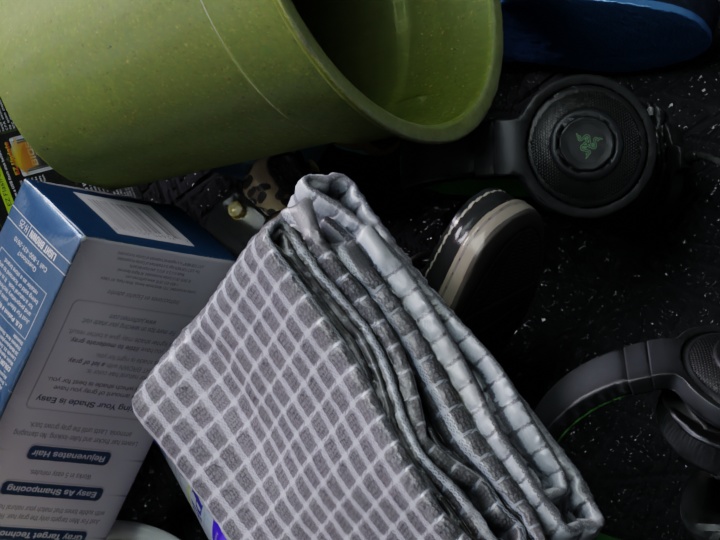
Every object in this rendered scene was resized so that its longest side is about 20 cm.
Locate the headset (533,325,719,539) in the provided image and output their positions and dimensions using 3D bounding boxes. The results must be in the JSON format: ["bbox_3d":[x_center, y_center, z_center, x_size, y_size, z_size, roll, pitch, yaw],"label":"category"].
[{"bbox_3d":[0.169,0.088,1.051,0.199,0.124,0.094,-12,34,9],"label":"headset"}]

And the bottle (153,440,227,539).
[{"bbox_3d":[-0.042,0.126,1.186,0.065,0.084,0.200,-28,59,-6],"label":"bottle"}]

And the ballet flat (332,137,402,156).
[{"bbox_3d":[0.046,-0.139,1.205,0.200,0.068,0.072,-55,31,11],"label":"ballet flat"}]

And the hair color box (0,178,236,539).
[{"bbox_3d":[-0.149,0.062,1.172,0.060,0.100,0.201,40,111,41],"label":"hair color box"}]

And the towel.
[{"bbox_3d":[-0.004,0.078,1.074,0.085,0.166,0.200,-28,75,-33],"label":"towel"}]

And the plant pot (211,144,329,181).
[{"bbox_3d":[-0.055,-0.154,1.298,0.141,0.141,0.201,180,108,-71],"label":"plant pot"}]

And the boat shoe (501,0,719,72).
[{"bbox_3d":[0.096,-0.151,1.266,0.199,0.084,0.069,9,65,33],"label":"boat shoe"}]

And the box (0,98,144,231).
[{"bbox_3d":[-0.200,-0.024,1.246,0.047,0.193,0.201,-28,83,54],"label":"box"}]

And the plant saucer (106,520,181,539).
[{"bbox_3d":[-0.133,0.225,1.209,0.199,0.050,0.201,-16,56,25],"label":"plant saucer"}]

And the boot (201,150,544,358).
[{"bbox_3d":[0.000,0.000,1.156,0.073,0.200,0.151,-30,66,-33],"label":"boot"}]

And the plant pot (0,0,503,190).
[{"bbox_3d":[-0.067,-0.124,1.130,0.189,0.200,0.201,-20,54,32],"label":"plant pot"}]

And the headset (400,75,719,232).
[{"bbox_3d":[0.116,-0.068,1.167,0.199,0.123,0.095,-2,86,21],"label":"headset"}]
